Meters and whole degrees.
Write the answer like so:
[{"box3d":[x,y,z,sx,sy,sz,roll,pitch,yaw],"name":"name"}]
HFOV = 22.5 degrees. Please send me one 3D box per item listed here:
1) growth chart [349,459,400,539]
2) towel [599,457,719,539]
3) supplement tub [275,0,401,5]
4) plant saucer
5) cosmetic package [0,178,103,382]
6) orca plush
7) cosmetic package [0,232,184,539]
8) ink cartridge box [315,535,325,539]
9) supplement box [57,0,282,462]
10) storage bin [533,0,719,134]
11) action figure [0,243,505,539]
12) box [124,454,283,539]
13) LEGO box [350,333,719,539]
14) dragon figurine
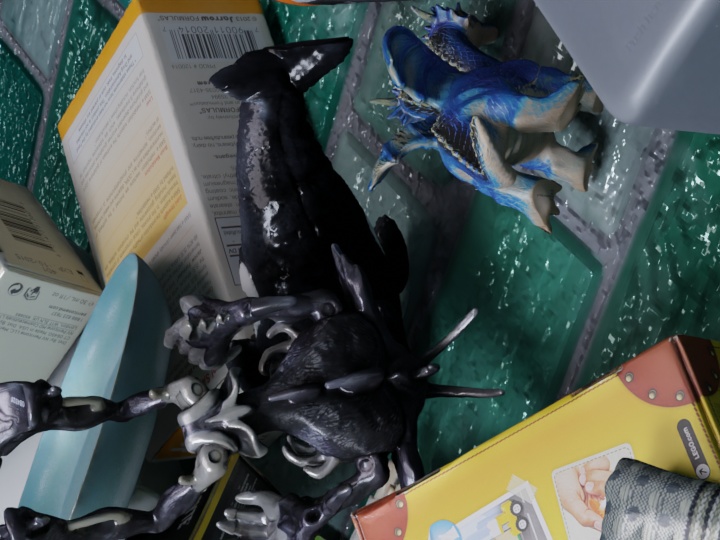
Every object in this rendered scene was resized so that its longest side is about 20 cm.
[{"box3d":[-0.009,0.156,0.749,0.145,0.018,0.200,-63,4,10],"name":"growth chart"},{"box3d":[0.137,0.172,0.518,0.192,0.035,0.200,12,88,35],"name":"towel"},{"box3d":[-0.001,-0.164,0.755,0.200,0.107,0.107,8,99,56],"name":"supplement tub"},{"box3d":[-0.127,0.090,0.837,0.200,0.027,0.200,-160,90,-77],"name":"plant saucer"},{"box3d":[-0.233,0.053,0.955,0.200,0.071,0.105,-54,51,14],"name":"cosmetic package"},{"box3d":[0.000,0.000,0.770,0.071,0.105,0.200,22,122,43],"name":"orca plush"},{"box3d":[-0.179,0.079,1.019,0.108,0.085,0.200,-31,60,8],"name":"cosmetic package"},{"box3d":[-0.061,0.226,0.900,0.148,0.076,0.200,24,113,53],"name":"ink cartridge box"},{"box3d":[-0.078,-0.021,0.906,0.126,0.073,0.200,-45,56,50],"name":"supplement box"},{"box3d":[0.116,-0.131,0.561,0.200,0.134,0.146,61,138,32],"name":"storage bin"},{"box3d":[-0.050,0.060,0.720,0.102,0.200,0.119,145,112,-71],"name":"action figure"},{"box3d":[-0.116,0.179,0.831,0.160,0.200,0.049,-42,97,16],"name":"box"},{"box3d":[0.101,0.144,0.614,0.149,0.077,0.200,-33,64,30],"name":"LEGO box"},{"box3d":[0.034,-0.058,0.684,0.099,0.200,0.059,14,110,16],"name":"dragon figurine"}]
